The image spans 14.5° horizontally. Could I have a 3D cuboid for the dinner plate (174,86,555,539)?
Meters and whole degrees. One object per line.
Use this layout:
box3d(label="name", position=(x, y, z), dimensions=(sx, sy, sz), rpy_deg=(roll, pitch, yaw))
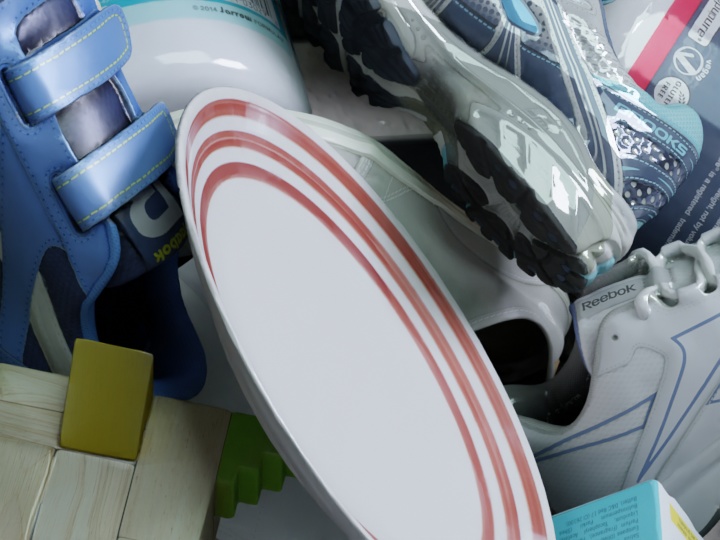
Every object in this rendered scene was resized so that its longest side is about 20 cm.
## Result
box3d(label="dinner plate", position=(-0.002, 0.032, 0.900), dimensions=(0.200, 0.024, 0.201), rpy_deg=(50, 21, -26))

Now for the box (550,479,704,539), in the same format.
box3d(label="box", position=(0.099, 0.174, 0.919), dimensions=(0.082, 0.049, 0.201), rpy_deg=(48, 31, -38))

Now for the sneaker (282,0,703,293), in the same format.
box3d(label="sneaker", position=(0.040, -0.090, 1.001), dimensions=(0.086, 0.078, 0.200), rpy_deg=(-37, 84, -20))

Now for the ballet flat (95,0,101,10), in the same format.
box3d(label="ballet flat", position=(-0.116, -0.109, 0.968), dimensions=(0.072, 0.072, 0.202), rpy_deg=(18, 70, -12))

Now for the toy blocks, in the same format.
box3d(label="toy blocks", position=(-0.127, 0.098, 0.865), dimensions=(0.198, 0.100, 0.137), rpy_deg=(11, 59, 3))

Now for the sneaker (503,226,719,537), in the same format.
box3d(label="sneaker", position=(0.125, 0.022, 0.980), dimensions=(0.087, 0.200, 0.075), rpy_deg=(36, 23, -17))

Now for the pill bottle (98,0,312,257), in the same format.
box3d(label="pill bottle", position=(-0.089, -0.110, 1.058), dimensions=(0.110, 0.111, 0.201), rpy_deg=(4, 49, -25))

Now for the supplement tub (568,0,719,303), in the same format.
box3d(label="supplement tub", position=(0.158, -0.020, 1.084), dimensions=(0.199, 0.141, 0.141), rpy_deg=(33, 44, 3))

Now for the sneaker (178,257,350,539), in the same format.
box3d(label="sneaker", position=(-0.021, 0.094, 0.957), dimensions=(0.084, 0.073, 0.200), rpy_deg=(-38, 79, -9))

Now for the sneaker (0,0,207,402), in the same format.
box3d(label="sneaker", position=(-0.092, -0.041, 0.885), dimensions=(0.082, 0.201, 0.074), rpy_deg=(12, 35, 34))

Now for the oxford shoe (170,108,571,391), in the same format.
box3d(label="oxford shoe", position=(0.000, 0.000, 1.009), dimensions=(0.199, 0.075, 0.058), rpy_deg=(28, 40, -31))
